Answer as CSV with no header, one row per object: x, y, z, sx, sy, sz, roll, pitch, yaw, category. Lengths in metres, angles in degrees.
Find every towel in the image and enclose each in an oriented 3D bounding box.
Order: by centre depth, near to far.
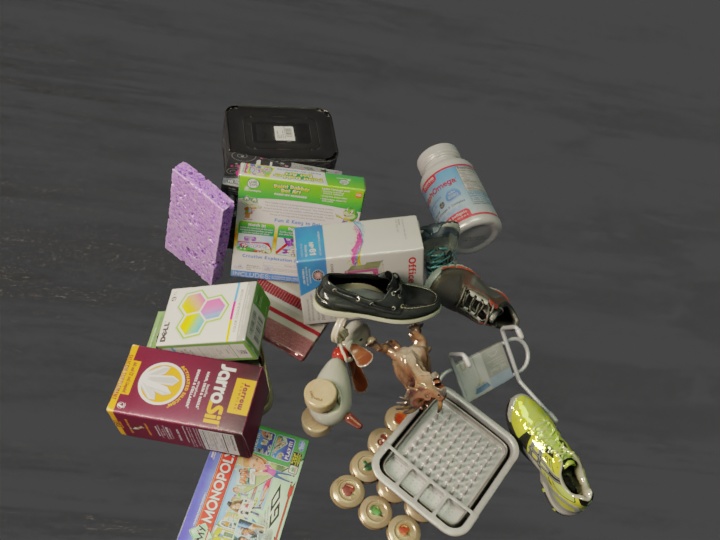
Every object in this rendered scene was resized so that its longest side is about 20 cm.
-0.109,0.048,1.384,0.144,0.023,0.200,28,52,9,towel

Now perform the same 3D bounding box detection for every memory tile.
0.064,0.308,1.244,0.153,0.017,0.200,34,54,11,memory tile

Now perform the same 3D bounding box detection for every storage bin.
-0.151,-0.224,1.523,0.200,0.094,0.135,-2,55,-14,storage bin

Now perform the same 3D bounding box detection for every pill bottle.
0.177,-0.137,1.533,0.109,0.109,0.200,-9,57,-20,pill bottle

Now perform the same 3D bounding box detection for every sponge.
-0.260,-0.072,1.319,0.112,0.200,0.030,39,53,13,sponge

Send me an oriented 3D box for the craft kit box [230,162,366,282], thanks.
-0.105,-0.070,1.337,0.200,0.198,0.049,7,39,-8,craft kit box

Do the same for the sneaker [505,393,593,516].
0.298,0.276,1.267,0.075,0.076,0.200,-25,77,-26,sneaker

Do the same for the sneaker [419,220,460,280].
0.140,-0.019,1.392,0.078,0.200,0.086,-12,68,8,sneaker

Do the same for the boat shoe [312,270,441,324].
0.031,0.031,1.237,0.199,0.066,0.075,6,37,-8,boat shoe

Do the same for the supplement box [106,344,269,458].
-0.243,0.187,1.184,0.200,0.086,0.110,8,56,7,supplement box

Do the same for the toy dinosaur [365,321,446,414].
0.083,0.158,1.258,0.086,0.200,0.136,-26,79,7,toy dinosaur

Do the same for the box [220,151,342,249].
-0.138,-0.109,1.406,0.200,0.132,0.115,8,35,-8,box

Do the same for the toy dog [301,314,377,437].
-0.016,0.168,1.262,0.096,0.132,0.200,22,74,11,toy dog

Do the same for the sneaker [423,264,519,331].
0.195,0.050,1.373,0.200,0.077,0.082,19,17,-34,sneaker

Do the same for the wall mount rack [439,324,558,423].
0.228,0.191,1.339,0.200,0.075,0.174,-23,95,-26,wall mount rack

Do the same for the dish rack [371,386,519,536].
0.126,0.287,1.238,0.172,0.044,0.200,36,55,14,dish rack

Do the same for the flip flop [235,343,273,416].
-0.189,0.131,1.273,0.081,0.058,0.200,-19,64,-6,flip flop

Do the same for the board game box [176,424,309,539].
-0.164,0.316,1.174,0.134,0.029,0.200,18,53,-2,board game box

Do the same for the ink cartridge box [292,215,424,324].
0.000,0.000,1.312,0.200,0.145,0.085,-7,44,-4,ink cartridge box

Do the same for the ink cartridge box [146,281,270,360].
-0.245,0.082,1.249,0.200,0.059,0.104,-5,53,17,ink cartridge box
